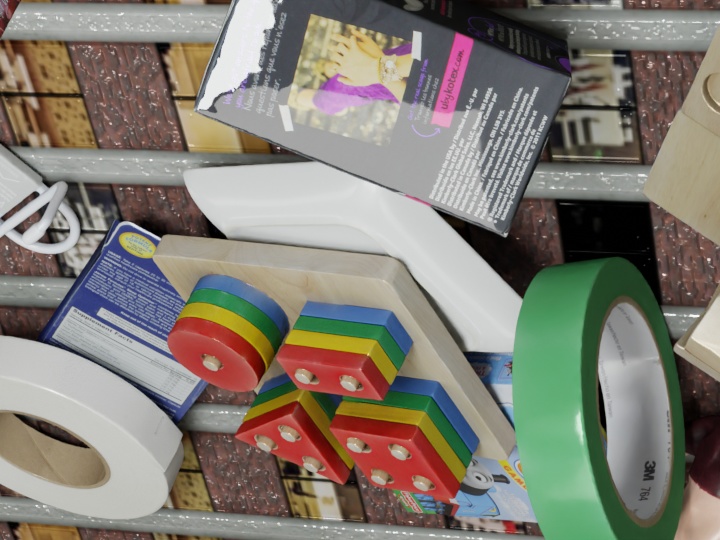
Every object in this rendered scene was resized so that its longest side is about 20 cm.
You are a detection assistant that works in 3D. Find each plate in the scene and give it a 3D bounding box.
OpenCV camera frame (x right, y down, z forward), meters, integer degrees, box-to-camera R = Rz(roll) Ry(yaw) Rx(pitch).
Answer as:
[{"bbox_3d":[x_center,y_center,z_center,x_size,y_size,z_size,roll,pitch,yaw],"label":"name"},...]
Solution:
[{"bbox_3d":[0.000,0.000,1.635,0.199,0.032,0.200,-1,144,47],"label":"plate"}]

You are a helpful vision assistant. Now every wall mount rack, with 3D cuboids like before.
[{"bbox_3d":[-0.300,-0.044,1.721,0.200,0.075,0.174,39,133,-20],"label":"wall mount rack"}]

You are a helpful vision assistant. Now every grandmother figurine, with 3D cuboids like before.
[{"bbox_3d":[0.243,0.145,1.691,0.060,0.121,0.201,7,114,-41],"label":"grandmother figurine"}]

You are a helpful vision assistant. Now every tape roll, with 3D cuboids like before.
[{"bbox_3d":[0.156,0.093,1.610,0.048,0.201,0.201,-8,131,24],"label":"tape roll"},{"bbox_3d":[-0.228,0.119,1.857,0.202,0.037,0.203,17,150,10],"label":"tape roll"}]

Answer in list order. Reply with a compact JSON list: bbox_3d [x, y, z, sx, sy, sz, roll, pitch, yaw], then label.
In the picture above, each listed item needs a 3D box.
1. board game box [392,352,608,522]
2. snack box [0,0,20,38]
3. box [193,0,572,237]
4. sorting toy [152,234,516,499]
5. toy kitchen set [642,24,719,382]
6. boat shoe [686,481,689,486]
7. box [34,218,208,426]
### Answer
[{"bbox_3d":[0.082,0.115,1.744,0.199,0.037,0.151,-1,135,40],"label":"board game box"},{"bbox_3d":[-0.232,-0.248,1.399,0.067,0.200,0.169,-9,130,26],"label":"snack box"},{"bbox_3d":[0.015,-0.116,1.483,0.199,0.122,0.106,22,106,-3],"label":"box"},{"bbox_3d":[-0.027,0.071,1.661,0.198,0.070,0.200,6,146,37],"label":"sorting toy"},{"bbox_3d":[0.263,-0.040,1.417,0.200,0.163,0.181,35,142,13],"label":"toy kitchen set"},{"bbox_3d":[0.329,0.158,1.738,0.199,0.073,0.063,15,94,12],"label":"boat shoe"},{"bbox_3d":[-0.150,0.037,1.782,0.121,0.032,0.200,28,138,-10],"label":"box"}]
